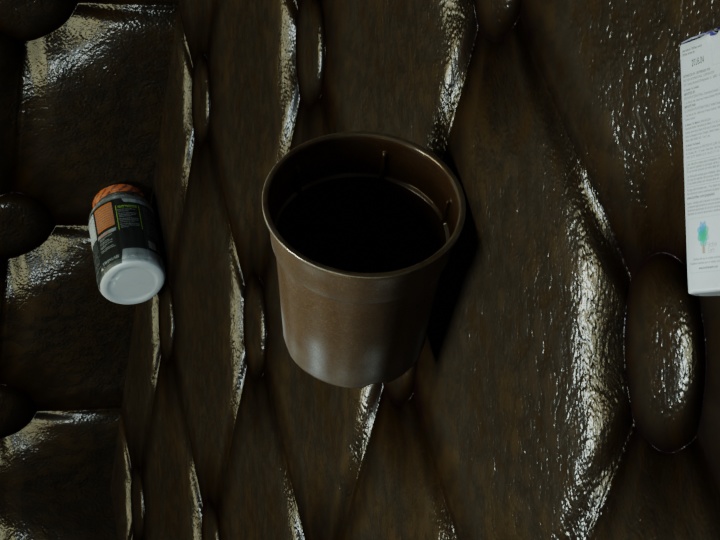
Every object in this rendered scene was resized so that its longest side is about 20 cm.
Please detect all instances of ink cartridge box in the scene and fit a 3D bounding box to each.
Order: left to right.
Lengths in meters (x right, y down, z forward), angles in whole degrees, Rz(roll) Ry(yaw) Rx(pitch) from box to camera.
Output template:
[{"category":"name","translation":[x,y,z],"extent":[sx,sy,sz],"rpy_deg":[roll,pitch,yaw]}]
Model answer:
[{"category":"ink cartridge box","translation":[0.262,-0.087,1.292],"extent":[0.136,0.076,0.201],"rpy_deg":[170,97,-74]}]

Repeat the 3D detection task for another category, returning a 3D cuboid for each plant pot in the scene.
[{"category":"plant pot","translation":[0.000,0.000,2.063],"extent":[0.199,0.199,0.201],"rpy_deg":[93,166,-47]}]

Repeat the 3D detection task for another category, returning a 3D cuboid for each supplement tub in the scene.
[{"category":"supplement tub","translation":[-0.416,-0.049,3.635],"extent":[0.123,0.122,0.201],"rpy_deg":[106,158,-46]}]
